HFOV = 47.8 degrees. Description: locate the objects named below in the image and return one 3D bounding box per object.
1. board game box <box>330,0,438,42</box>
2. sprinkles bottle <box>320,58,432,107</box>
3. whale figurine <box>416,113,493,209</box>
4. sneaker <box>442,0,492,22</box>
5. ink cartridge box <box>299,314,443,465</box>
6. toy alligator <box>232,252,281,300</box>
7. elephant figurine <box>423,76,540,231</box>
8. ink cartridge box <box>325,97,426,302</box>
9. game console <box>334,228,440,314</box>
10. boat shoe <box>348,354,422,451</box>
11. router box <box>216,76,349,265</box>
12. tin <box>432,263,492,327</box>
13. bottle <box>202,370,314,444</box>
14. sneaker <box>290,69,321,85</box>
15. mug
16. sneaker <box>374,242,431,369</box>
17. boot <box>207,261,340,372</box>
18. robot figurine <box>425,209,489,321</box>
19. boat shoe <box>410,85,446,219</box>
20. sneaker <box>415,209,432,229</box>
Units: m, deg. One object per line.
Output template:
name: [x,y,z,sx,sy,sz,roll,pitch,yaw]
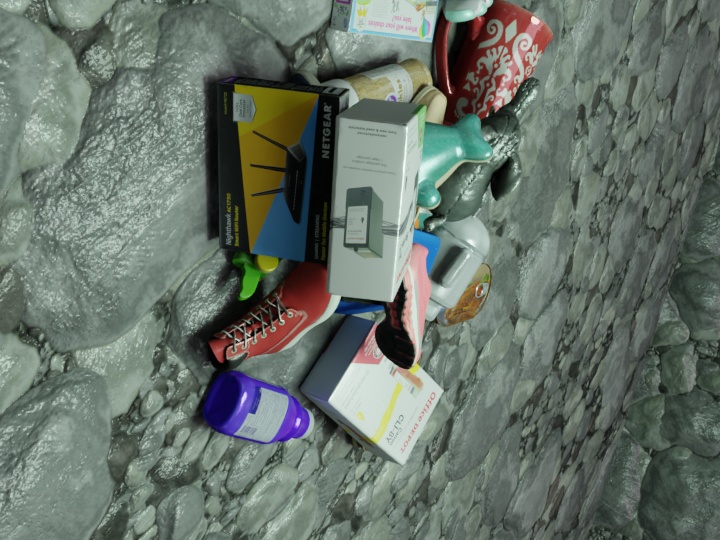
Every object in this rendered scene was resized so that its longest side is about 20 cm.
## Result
board game box: [0.042,-0.388,1.102,0.198,0.034,0.137,-14,118,-51]
sprinkles bottle: [0.019,-0.242,1.116,0.199,0.067,0.069,-30,130,-44]
whale figurine: [0.070,-0.156,1.057,0.196,0.161,0.104,-18,149,4]
sneaker: [0.156,-0.467,1.183,0.202,0.076,0.141,-66,146,-36]
ink cartridge box: [0.023,0.190,1.286,0.200,0.083,0.146,46,68,-32]
toy alligator: [-0.111,-0.047,1.058,0.054,0.059,0.201,43,60,-9]
elephant figurine: [0.177,-0.169,1.178,0.140,0.158,0.199,-1,153,-42]
ink cartridge box: [0.019,-0.085,0.942,0.146,0.082,0.204,-58,154,-67]
game console: [0.000,0.000,1.164,0.199,0.117,0.173,11,103,-57]
boat shoe: [0.058,0.230,1.418,0.202,0.073,0.076,-59,145,-15]
router box: [-0.092,-0.116,0.953,0.051,0.146,0.204,-58,154,-63]
tin: [0.185,0.040,1.530,0.198,0.041,0.114,-10,119,-52]
bottle: [-0.135,0.199,1.138,0.199,0.065,0.085,32,82,-56]
sneaker: [-0.075,-0.145,1.017,0.083,0.075,0.204,-14,97,-21]
mug: [0.186,-0.317,1.296,0.133,0.175,0.203,-110,-135,-87]
sneaker: [0.071,0.051,1.125,0.086,0.073,0.203,-37,139,-36]
boot: [-0.114,0.059,1.024,0.143,0.073,0.200,-19,158,-46]
robot figurine: [0.139,-0.019,1.349,0.112,0.170,0.202,30,95,-17]
boat shoe: [0.086,-0.157,1.149,0.073,0.069,0.203,11,101,-50]
sneaker: [0.048,-0.074,1.252,0.198,0.071,0.081,2,107,-47]
